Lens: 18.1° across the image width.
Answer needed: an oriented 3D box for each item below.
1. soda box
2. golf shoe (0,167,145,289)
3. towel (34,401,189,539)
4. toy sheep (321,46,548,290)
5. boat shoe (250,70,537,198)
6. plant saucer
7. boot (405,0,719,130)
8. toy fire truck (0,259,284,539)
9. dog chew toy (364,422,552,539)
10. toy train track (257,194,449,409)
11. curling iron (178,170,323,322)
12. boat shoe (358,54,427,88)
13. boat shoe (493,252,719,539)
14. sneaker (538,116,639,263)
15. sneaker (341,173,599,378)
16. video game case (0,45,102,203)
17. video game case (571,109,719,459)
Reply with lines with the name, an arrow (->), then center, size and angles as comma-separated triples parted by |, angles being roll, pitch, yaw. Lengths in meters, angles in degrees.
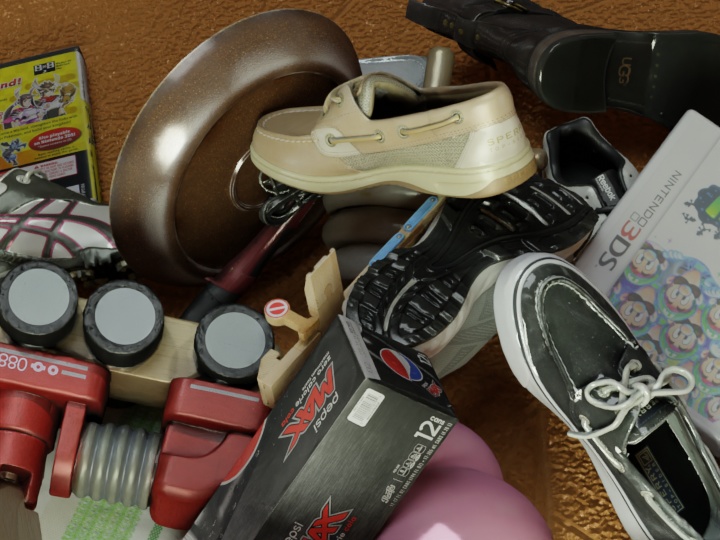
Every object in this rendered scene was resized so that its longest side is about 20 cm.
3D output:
soda box -> -0.033, 0.127, 1.219 | 0.200, 0.063, 0.071 | -55, 28, 17
golf shoe -> -0.195, -0.029, 1.465 | 0.199, 0.077, 0.088 | -9, 81, 1
towel -> -0.121, 0.145, 1.331 | 0.199, 0.031, 0.150 | 23, 58, 4
toy sheep -> 0.042, -0.042, 1.412 | 0.137, 0.138, 0.201 | 6, 74, 16
boat shoe -> 0.012, -0.085, 1.308 | 0.199, 0.065, 0.072 | 8, 33, 42
plant saucer -> -0.067, -0.068, 1.413 | 0.200, 0.201, 0.032 | -38, 55, -19
boot -> 0.150, -0.151, 1.513 | 0.199, 0.070, 0.174 | 7, 16, -28
toy fire truck -> -0.143, 0.108, 1.268 | 0.175, 0.129, 0.201 | 13, 66, -3
dog chew toy -> 0.033, 0.139, 1.280 | 0.124, 0.125, 0.200 | -20, 42, -6
toy train track -> 0.000, 0.000, 1.301 | 0.032, 0.115, 0.200 | 27, 58, 28
curling iron -> -0.087, 0.004, 1.407 | 0.200, 0.049, 0.026 | -50, 48, 17
boat shoe -> -0.036, -0.109, 1.524 | 0.200, 0.072, 0.070 | -20, 50, -5
boat shoe -> 0.146, 0.076, 1.258 | 0.073, 0.200, 0.068 | -31, 9, -23
sneaker -> 0.161, -0.013, 1.403 | 0.074, 0.080, 0.200 | -25, 52, -13
sneaker -> 0.060, 0.008, 1.311 | 0.074, 0.080, 0.200 | 37, 53, 25
video game case -> -0.280, -0.065, 1.568 | 0.199, 0.026, 0.181 | -13, 50, 1
video game case -> 0.231, 0.022, 1.348 | 0.200, 0.024, 0.182 | 36, 62, 7
